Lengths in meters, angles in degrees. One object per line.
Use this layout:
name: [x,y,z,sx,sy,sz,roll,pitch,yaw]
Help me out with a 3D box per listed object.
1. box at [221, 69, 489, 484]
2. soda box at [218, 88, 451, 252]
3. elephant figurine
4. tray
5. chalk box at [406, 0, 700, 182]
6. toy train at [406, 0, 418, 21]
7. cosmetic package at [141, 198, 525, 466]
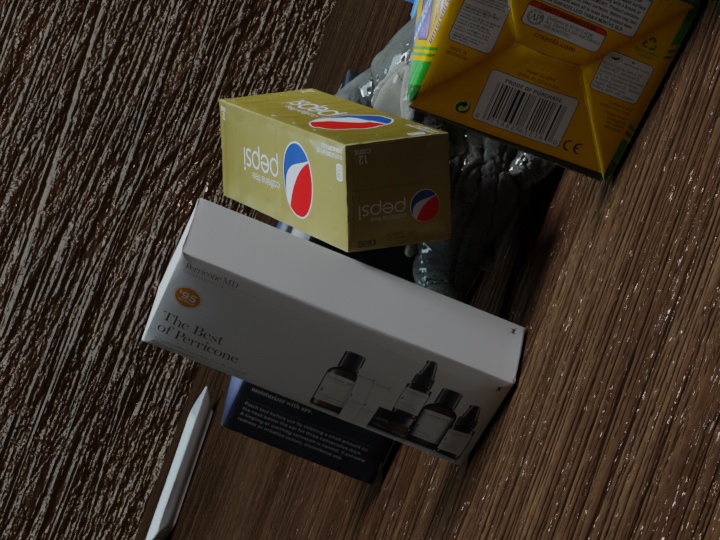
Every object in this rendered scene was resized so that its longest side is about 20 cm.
box: [0.000,0.000,1.707,0.200,0.123,0.199,-83,17,-62]
soda box: [-0.019,-0.062,1.472,0.200,0.068,0.064,-156,61,-63]
elephant figurine: [0.066,-0.069,1.503,0.141,0.155,0.200,-25,27,4]
tray: [-0.220,0.248,3.035,0.107,0.022,0.200,128,162,-64]
chalk box: [0.107,-0.165,1.366,0.200,0.124,0.124,-82,15,-57]
toy train: [0.088,-0.240,1.835,0.200,0.086,0.114,-77,3,-68]
cosmetic package: [-0.016,0.037,1.395,0.051,0.200,0.083,-75,9,-47]
